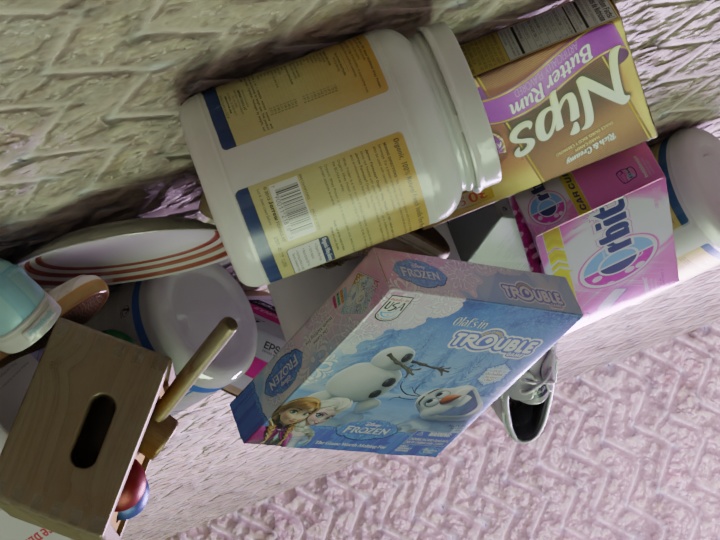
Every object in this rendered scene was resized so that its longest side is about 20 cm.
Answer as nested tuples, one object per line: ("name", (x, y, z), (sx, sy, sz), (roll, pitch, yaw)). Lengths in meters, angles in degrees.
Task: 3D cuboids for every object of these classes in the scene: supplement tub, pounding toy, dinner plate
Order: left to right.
("pounding toy", (-0.202, 0.126, 1.554), (0.142, 0.200, 0.184), (20, 167, 1))
("dinner plate", (-0.192, -0.018, 1.539), (0.200, 0.024, 0.200), (-8, 171, -1))
("supplement tub", (-0.204, 0.078, 1.735), (0.200, 0.132, 0.132), (-31, 164, 37))
("supplement tub", (-0.014, -0.085, 1.315), (0.200, 0.145, 0.144), (-20, 167, -2))
("supplement tub", (0.304, -0.049, 1.973), (0.200, 0.145, 0.145), (-29, 165, 33))

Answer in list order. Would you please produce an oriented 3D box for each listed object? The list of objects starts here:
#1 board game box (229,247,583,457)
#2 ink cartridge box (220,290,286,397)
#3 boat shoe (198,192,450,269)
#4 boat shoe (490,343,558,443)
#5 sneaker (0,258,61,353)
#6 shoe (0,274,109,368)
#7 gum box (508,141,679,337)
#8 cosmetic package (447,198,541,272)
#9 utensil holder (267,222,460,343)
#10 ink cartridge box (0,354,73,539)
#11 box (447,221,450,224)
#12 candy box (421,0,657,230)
("board game box", (0.035, 0.069, 1.423), (0.200, 0.043, 0.199), (8, 136, -39))
("ink cartridge box", (-0.078, 0.085, 1.842), (0.200, 0.075, 0.165), (24, -170, 28))
("boat shoe", (-0.028, -0.037, 1.459), (0.200, 0.065, 0.072), (20, -162, -15))
("boat shoe", (0.152, 0.093, 1.707), (0.072, 0.069, 0.200), (-12, 147, -16))
("sneaker", (-0.308, 0.017, 1.490), (0.074, 0.082, 0.200), (-48, -158, -28))
("shoe", (-0.302, 0.052, 1.575), (0.200, 0.053, 0.070), (-32, 171, 15))
("gum box", (0.196, -0.030, 1.547), (0.113, 0.066, 0.200), (-25, 150, 0))
("cosmetic package", (0.131, 0.000, 1.667), (0.151, 0.052, 0.200), (4, 140, -31))
("utensil holder", (0.000, 0.000, 1.570), (0.170, 0.200, 0.170), (-20, 167, -5))
("ink cartridge box", (-0.322, 0.161, 1.711), (0.145, 0.200, 0.084), (-34, -170, 46))
("box", (0.097, -0.019, 1.831), (0.200, 0.124, 0.197), (-21, 169, 0))
("candy box", (0.117, -0.123, 1.434), (0.200, 0.056, 0.117), (-21, 126, 4))
